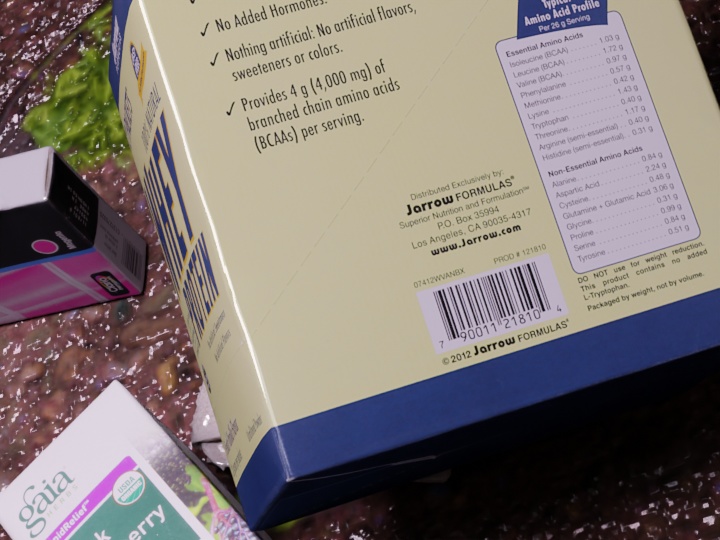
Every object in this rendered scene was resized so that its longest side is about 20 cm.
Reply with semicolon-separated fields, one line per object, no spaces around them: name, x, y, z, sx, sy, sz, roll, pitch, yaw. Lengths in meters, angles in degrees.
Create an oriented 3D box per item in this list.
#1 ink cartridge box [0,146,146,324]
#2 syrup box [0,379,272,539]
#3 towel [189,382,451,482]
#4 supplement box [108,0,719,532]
ink cartridge box;-0.213;-0.005;0.931;0.198;0.095;0.037;-10;59;21
syrup box;-0.061;0.143;0.781;0.079;0.082;0.200;-44;54;-5
towel;0.000;0.000;0.863;0.131;0.035;0.202;-1;62;25
supplement box;0.025;-0.033;0.725;0.198;0.134;0.202;-16;78;-13
